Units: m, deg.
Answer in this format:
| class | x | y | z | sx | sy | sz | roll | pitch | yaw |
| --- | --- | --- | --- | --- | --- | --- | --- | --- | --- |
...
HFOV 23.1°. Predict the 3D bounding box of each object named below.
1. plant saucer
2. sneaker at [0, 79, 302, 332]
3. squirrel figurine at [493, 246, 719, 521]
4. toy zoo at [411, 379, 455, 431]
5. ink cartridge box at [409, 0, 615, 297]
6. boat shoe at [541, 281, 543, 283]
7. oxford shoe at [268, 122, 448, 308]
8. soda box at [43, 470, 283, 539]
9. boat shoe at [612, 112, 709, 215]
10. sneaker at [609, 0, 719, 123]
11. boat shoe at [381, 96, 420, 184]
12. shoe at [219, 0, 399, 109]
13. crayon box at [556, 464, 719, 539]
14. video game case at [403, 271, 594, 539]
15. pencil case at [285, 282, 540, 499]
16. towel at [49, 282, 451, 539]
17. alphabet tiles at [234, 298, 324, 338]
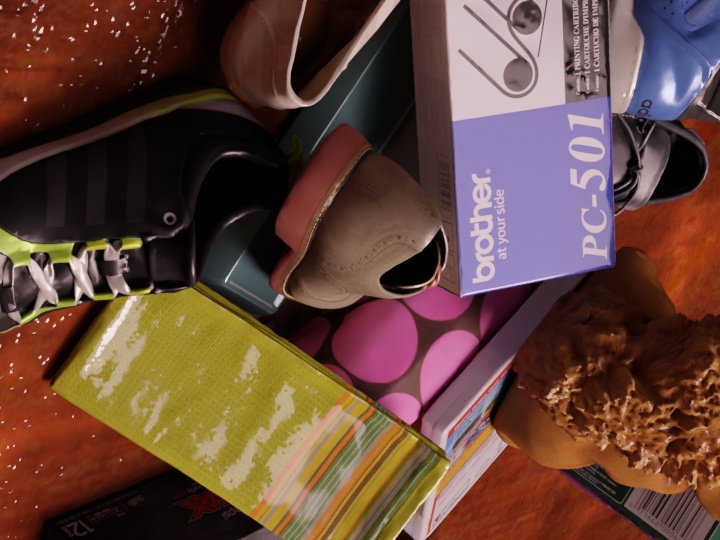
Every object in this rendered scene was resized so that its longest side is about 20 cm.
| class | x | y | z | sx | sy | sz | roll | pitch | yaw |
| --- | --- | --- | --- | --- | --- | --- | --- | --- | --- |
| plant saucer | -0.011 | -0.066 | 0.913 | 0.201 | 0.019 | 0.070 | -55 | 148 | 0 |
| sneaker | -0.108 | -0.020 | 0.762 | 0.200 | 0.083 | 0.072 | -37 | 146 | -28 |
| squirrel figurine | 0.180 | 0.087 | 0.976 | 0.142 | 0.186 | 0.200 | -52 | 165 | 0 |
| toy zoo | 0.026 | 0.118 | 1.079 | 0.200 | 0.020 | 0.132 | -57 | 166 | -46 |
| ink cartridge box | 0.077 | -0.094 | 0.886 | 0.093 | 0.044 | 0.201 | -11 | 108 | -22 |
| boat shoe | 0.107 | -0.018 | 1.084 | 0.061 | 0.072 | 0.201 | -51 | 162 | -15 |
| oxford shoe | 0.002 | -0.006 | 0.861 | 0.071 | 0.075 | 0.200 | -55 | 173 | -8 |
| soda box | -0.089 | 0.155 | 0.995 | 0.199 | 0.063 | 0.071 | -18 | 135 | -46 |
| boat shoe | 0.163 | -0.076 | 1.121 | 0.199 | 0.062 | 0.075 | 0 | 123 | -54 |
| sneaker | 0.196 | -0.179 | 0.969 | 0.077 | 0.110 | 0.201 | -83 | -178 | -77 |
| boat shoe | 0.074 | -0.095 | 0.961 | 0.201 | 0.071 | 0.064 | -56 | 151 | -1 |
| shoe | 0.011 | -0.156 | 0.788 | 0.070 | 0.053 | 0.201 | 33 | 88 | -24 |
| crayon box | 0.198 | 0.129 | 1.242 | 0.172 | 0.200 | 0.058 | 14 | 109 | -59 |
| video game case | 0.081 | 0.079 | 1.061 | 0.143 | 0.017 | 0.200 | -46 | 164 | -21 |
| pencil case | 0.009 | 0.040 | 0.983 | 0.200 | 0.094 | 0.091 | -40 | 103 | -22 |
| towel | -0.052 | 0.078 | 0.889 | 0.200 | 0.018 | 0.086 | 36 | 89 | -21 |
| alphabet tiles | 0.000 | 0.000 | 1.019 | 0.200 | 0.008 | 0.168 | -30 | 143 | -36 |
